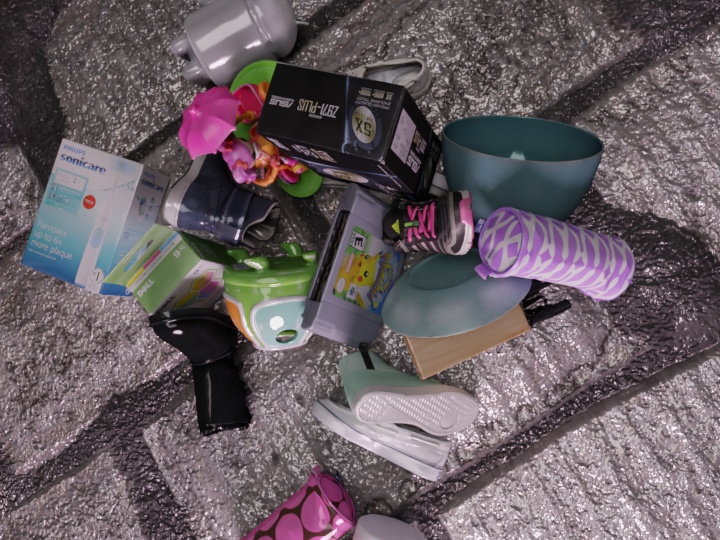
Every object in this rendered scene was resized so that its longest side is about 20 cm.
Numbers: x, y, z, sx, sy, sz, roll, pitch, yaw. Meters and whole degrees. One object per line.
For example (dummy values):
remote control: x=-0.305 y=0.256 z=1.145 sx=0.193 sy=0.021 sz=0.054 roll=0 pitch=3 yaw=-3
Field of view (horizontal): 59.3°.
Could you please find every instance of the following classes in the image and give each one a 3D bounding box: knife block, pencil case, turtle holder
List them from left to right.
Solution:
pencil case: x=-0.100 y=0.366 z=0.874 sx=0.200 sy=0.091 sz=0.094 roll=-43 pitch=88 yaw=7
turtle holder: x=-0.101 y=0.033 z=0.888 sx=0.140 sy=0.184 sz=0.134 roll=7 pitch=104 yaw=44
knife block: x=0.171 y=0.059 z=0.806 sx=0.175 sy=0.199 sz=0.065 roll=-29 pitch=82 yaw=37
pencil case: x=0.229 y=-0.015 z=0.741 sx=0.198 sy=0.084 sz=0.086 roll=10 pitch=112 yaw=-26

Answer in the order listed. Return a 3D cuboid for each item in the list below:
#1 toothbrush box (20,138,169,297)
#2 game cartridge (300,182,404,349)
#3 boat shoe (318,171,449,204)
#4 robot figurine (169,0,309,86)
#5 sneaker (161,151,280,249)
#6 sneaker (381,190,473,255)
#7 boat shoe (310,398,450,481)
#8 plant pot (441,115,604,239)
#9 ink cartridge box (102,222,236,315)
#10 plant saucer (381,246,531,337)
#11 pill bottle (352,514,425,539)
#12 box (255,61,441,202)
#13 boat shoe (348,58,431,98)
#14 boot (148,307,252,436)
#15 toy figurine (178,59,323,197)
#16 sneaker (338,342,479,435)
toothbrush box: x=-0.401 y=-0.078 z=0.964 sx=0.145 sy=0.085 sz=0.202 roll=19 pitch=88 yaw=11
game cartridge: x=0.000 y=0.000 z=0.860 sx=0.040 sy=0.133 sz=0.202 roll=12 pitch=81 yaw=41
boat shoe: x=0.031 y=-0.125 z=0.895 sx=0.197 sy=0.072 sz=0.067 roll=15 pitch=93 yaw=12
robot figurine: x=-0.176 y=-0.346 z=0.927 sx=0.198 sy=0.113 sz=0.171 roll=-24 pitch=99 yaw=8
sneaker: x=-0.181 y=-0.105 z=0.899 sx=0.144 sy=0.203 sz=0.078 roll=14 pitch=124 yaw=-6
sneaker: x=0.076 y=-0.054 z=0.782 sx=0.086 sy=0.200 sz=0.075 roll=0 pitch=88 yaw=-13
boat shoe: x=0.029 y=0.216 z=0.876 sx=0.198 sy=0.074 sz=0.066 roll=26 pitch=86 yaw=1
plant pot: x=0.198 y=-0.108 z=0.818 sx=0.197 sy=0.201 sz=0.136 roll=8 pitch=119 yaw=11
ink cartridge box: x=-0.247 y=0.007 z=0.870 sx=0.104 sy=0.200 sz=0.059 roll=-45 pitch=77 yaw=5
plant saucer: x=0.115 y=0.013 z=0.807 sx=0.198 sy=0.202 sz=0.039 roll=-17 pitch=113 yaw=9
pill bottle: x=0.015 y=0.439 z=0.833 sx=0.113 sy=0.114 sz=0.203 roll=15 pitch=89 yaw=11
box: x=-0.004 y=-0.161 z=0.772 sx=0.162 sy=0.200 sz=0.087 roll=18 pitch=89 yaw=20
boat shoe: x=0.003 y=-0.263 z=0.910 sx=0.198 sy=0.069 sz=0.072 roll=-19 pitch=84 yaw=9
boot: x=-0.211 y=0.141 z=0.861 sx=0.072 sy=0.198 sz=0.165 roll=-10 pitch=78 yaw=12
toy figurine: x=-0.151 y=-0.170 z=0.831 sx=0.149 sy=0.184 sz=0.202 roll=-24 pitch=97 yaw=30
sneaker: x=0.065 y=0.155 z=0.861 sx=0.198 sy=0.118 sz=0.074 roll=14 pitch=112 yaw=-27
